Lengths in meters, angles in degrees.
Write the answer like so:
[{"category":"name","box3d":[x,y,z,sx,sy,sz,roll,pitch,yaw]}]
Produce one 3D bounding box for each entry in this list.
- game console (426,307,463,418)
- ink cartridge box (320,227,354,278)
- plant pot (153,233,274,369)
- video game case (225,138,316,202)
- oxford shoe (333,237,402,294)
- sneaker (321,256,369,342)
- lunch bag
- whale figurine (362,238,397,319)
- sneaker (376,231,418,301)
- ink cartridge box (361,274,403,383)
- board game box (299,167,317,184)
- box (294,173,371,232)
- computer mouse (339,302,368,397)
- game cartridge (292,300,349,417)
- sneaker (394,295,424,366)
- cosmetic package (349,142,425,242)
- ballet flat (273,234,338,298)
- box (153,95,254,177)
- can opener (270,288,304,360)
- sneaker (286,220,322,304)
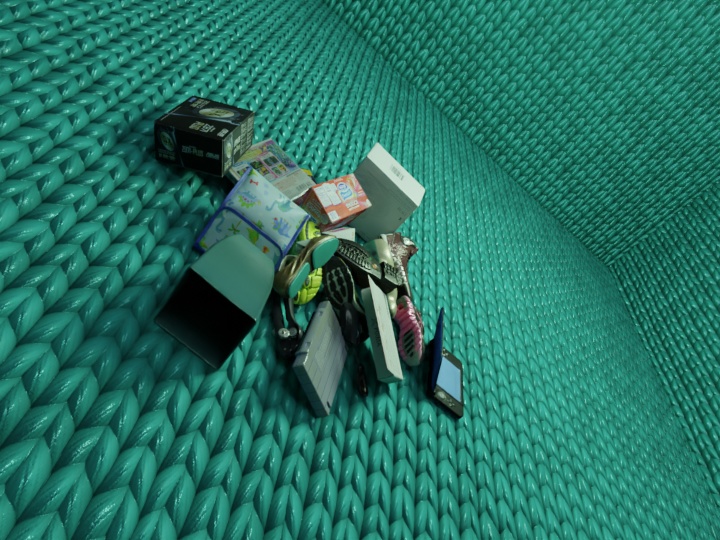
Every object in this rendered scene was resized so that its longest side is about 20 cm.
[{"category":"game console","box3d":[0.228,0.231,1.336,0.169,0.118,0.203,37,33,-14]},{"category":"ink cartridge box","box3d":[-0.063,-0.047,1.287,0.036,0.099,0.199,7,11,17]},{"category":"plant pot","box3d":[-0.242,0.035,0.959,0.140,0.142,0.202,39,28,-11]},{"category":"video game case","box3d":[-0.222,-0.229,1.283,0.182,0.024,0.199,44,41,6]},{"category":"oxford shoe","box3d":[0.000,0.000,1.244,0.197,0.084,0.074,36,37,-18]},{"category":"sneaker","box3d":[-0.034,0.063,1.228,0.089,0.074,0.207,-78,149,-78]},{"category":"lunch bag","box3d":[-0.227,-0.079,1.106,0.168,0.127,0.203,37,69,-11]},{"category":"whale figurine","box3d":[0.043,0.024,1.371,0.160,0.099,0.208,75,4,-75]},{"category":"sneaker","box3d":[0.128,-0.018,1.473,0.112,0.075,0.207,-18,82,-27]},{"category":"ink cartridge box","box3d":[0.039,0.134,1.163,0.176,0.043,0.208,47,30,-67]},{"category":"board game box","box3d":[-0.182,-0.196,1.370,0.196,0.057,0.168,2,50,-49]},{"category":"box","box3d":[-0.070,-0.160,1.324,0.102,0.094,0.199,58,36,0]},{"category":"computer mouse","box3d":[-0.006,0.167,1.145,0.058,0.033,0.208,15,60,-68]},{"category":"game cartridge","box3d":[-0.076,0.169,1.056,0.133,0.037,0.202,64,24,-24]},{"category":"sneaker","box3d":[0.140,0.162,1.358,0.095,0.078,0.205,37,32,-36]},{"category":"cosmetic package","box3d":[0.046,-0.208,1.526,0.198,0.200,0.124,40,34,-7]},{"category":"ballet flat","box3d":[-0.124,-0.021,1.128,0.070,0.069,0.201,22,51,21]},{"category":"box","box3d":[-0.348,-0.309,1.202,0.157,0.089,0.202,15,35,3]},{"category":"can opener","box3d":[-0.155,0.097,1.083,0.061,0.080,0.204,-14,53,-11]},{"category":"sneaker","box3d":[-0.130,-0.012,1.209,0.072,0.083,0.207,19,58,-26]}]
